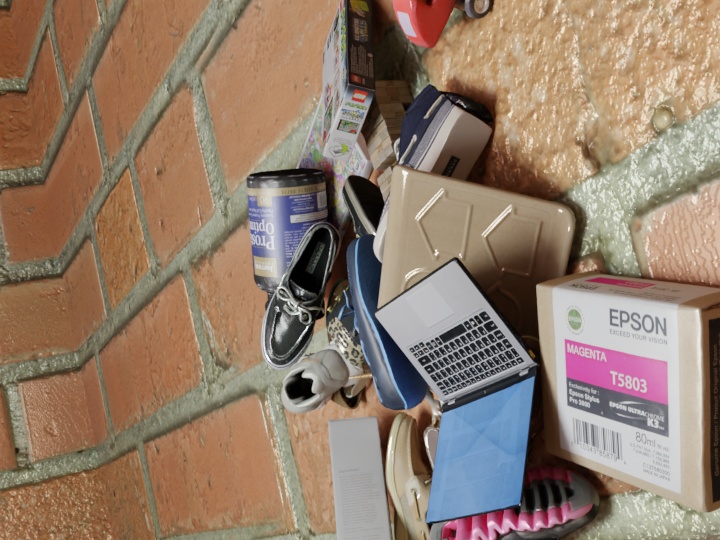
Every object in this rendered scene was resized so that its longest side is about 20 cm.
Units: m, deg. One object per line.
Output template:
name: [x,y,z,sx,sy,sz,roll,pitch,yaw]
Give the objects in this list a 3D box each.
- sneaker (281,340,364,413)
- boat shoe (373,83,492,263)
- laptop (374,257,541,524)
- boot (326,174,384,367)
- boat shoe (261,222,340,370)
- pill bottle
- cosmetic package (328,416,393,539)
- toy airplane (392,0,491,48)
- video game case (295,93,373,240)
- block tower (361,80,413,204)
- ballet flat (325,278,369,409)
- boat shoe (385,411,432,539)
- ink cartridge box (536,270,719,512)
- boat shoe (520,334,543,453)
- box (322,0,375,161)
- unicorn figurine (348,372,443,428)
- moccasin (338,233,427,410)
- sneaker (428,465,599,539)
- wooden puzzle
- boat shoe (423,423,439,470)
sneaker: [-0.077,0.152,1.302,0.077,0.091,0.200,59,146,9]
boat shoe: [0.065,-0.108,1.076,0.202,0.074,0.093,-57,38,13]
laptop: [0.080,0.124,0.957,0.201,0.116,0.187,51,149,-1]
boot: [-0.001,0.001,1.219,0.154,0.073,0.206,-47,60,33]
boat shoe: [-0.076,0.035,1.259,0.202,0.073,0.068,-63,1,2]
pill bottle: [-0.096,-0.034,1.343,0.111,0.110,0.205,13,109,59]
cosmetic package: [0.003,0.301,1.253,0.102,0.072,0.203,85,180,-58]
toy airplane: [0.065,-0.354,0.973,0.200,0.139,0.203,-45,59,56]
video game case: [-0.044,-0.131,1.354,0.145,0.018,0.202,62,146,31]
block tower: [0.052,-0.122,1.149,0.054,0.057,0.204,-41,61,57]
ballet flat: [-0.011,0.108,1.317,0.072,0.067,0.203,40,134,39]
boat shoe: [0.074,0.276,1.218,0.064,0.072,0.205,-2,97,21]
ink cartridge box: [0.244,0.095,0.845,0.199,0.074,0.169,9,107,61]
boat shoe: [0.154,0.157,1.009,0.071,0.067,0.203,29,130,21]
box: [-0.016,-0.242,1.178,0.111,0.034,0.203,115,160,-46]
unicorn figurine: [0.081,0.116,1.158,0.202,0.073,0.139,-58,39,31]
moccasin: [0.014,0.063,1.114,0.068,0.079,0.204,-26,72,51]
sneaker: [0.168,0.273,1.010,0.198,0.080,0.096,-29,114,31]
wooden puzzle: [0.117,-0.006,1.012,0.197,0.046,0.189,18,121,20]
boat shoe: [0.118,0.265,1.130,0.203,0.059,0.072,66,147,25]
